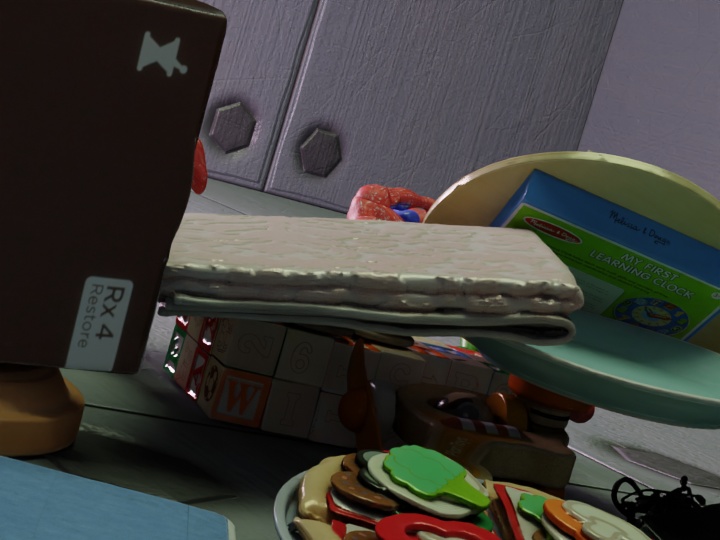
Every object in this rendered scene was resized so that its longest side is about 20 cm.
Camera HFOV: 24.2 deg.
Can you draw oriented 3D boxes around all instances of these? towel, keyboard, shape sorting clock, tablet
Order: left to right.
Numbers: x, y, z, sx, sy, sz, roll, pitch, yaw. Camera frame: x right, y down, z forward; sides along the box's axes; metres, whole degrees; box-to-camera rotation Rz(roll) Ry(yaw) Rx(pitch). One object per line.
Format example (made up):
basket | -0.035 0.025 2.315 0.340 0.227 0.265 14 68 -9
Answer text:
tablet | -0.102 0.095 0.557 0.130 0.014 0.200 16 4 -7
towel | 0.000 0.000 0.831 0.200 0.032 0.191 4 9 -3
shape sorting clock | 0.131 0.001 0.972 0.200 0.039 0.200 11 -35 7
keyboard | 0.185 0.153 0.874 0.104 0.040 0.200 45 16 25

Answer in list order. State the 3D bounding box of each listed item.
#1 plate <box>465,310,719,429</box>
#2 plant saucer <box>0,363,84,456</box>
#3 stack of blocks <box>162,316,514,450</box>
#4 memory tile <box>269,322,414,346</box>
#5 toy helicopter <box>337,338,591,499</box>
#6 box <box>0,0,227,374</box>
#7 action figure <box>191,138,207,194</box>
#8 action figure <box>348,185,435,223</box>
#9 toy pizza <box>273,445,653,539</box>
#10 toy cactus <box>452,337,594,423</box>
plate | 0.129 0.049 0.872 0.200 0.026 0.200 14 8 -2
plant saucer | -0.219 0.034 0.746 0.200 0.032 0.200 17 4 -1
stack of blocks | -0.003 0.065 0.981 0.200 0.059 0.115 15 5 -22
memory tile | -0.072 0.004 0.983 0.153 0.017 0.200 13 5 -42
toy helicopter | 0.042 0.084 0.843 0.132 0.079 0.200 17 9 9
box | -0.188 -0.070 0.743 0.164 0.166 0.200 8 14 -33
action figure | -0.175 -0.050 0.956 0.065 0.052 0.200 1 4 40
action figure | 0.022 -0.019 1.054 0.052 0.066 0.200 22 3 13
toy pizza | 0.064 0.113 0.647 0.200 0.032 0.200 18 14 -4
toy cactus | 0.051 0.060 1.134 0.165 0.102 0.200 3 19 -29
